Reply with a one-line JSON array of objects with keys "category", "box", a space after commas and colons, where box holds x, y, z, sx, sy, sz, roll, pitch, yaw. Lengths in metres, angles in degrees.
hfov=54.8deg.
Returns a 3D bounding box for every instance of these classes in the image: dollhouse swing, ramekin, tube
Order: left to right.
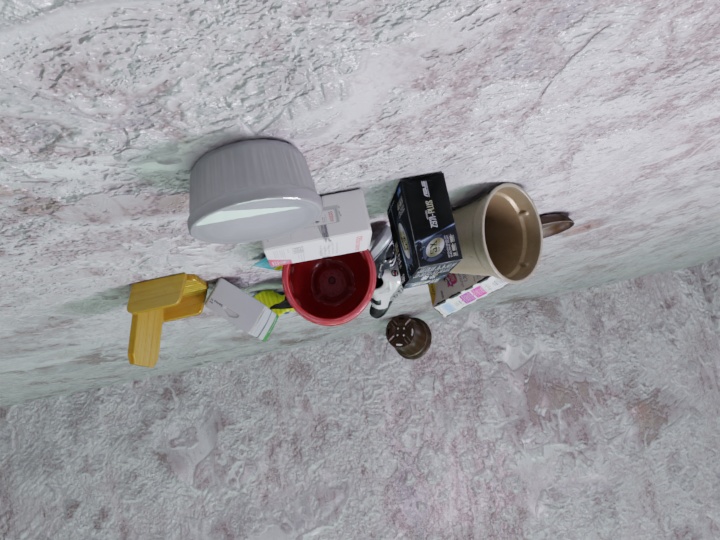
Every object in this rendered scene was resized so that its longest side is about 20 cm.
[{"category": "dollhouse swing", "box": [-0.452, 0.124, 1.657, 0.177, 0.180, 0.200, -11, 168, 0]}, {"category": "ramekin", "box": [-0.156, -0.113, 1.002, 0.197, 0.097, 0.203, -11, 169, -2]}, {"category": "tube", "box": [-0.154, -0.017, 1.630, 0.197, 0.052, 0.077, 5, 153, -41]}]

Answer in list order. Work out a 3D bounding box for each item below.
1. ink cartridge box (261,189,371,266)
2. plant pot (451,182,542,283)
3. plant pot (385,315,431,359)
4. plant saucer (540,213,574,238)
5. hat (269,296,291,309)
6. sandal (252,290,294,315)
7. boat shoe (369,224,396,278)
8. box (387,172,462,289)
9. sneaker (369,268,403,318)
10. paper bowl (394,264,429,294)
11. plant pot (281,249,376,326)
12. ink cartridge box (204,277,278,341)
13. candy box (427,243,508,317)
[{"category": "ink cartridge box", "box": [-0.084, -0.075, 1.293, 0.195, 0.085, 0.147, -10, 169, -4]}, {"category": "plant pot", "box": [0.255, -0.069, 1.477, 0.197, 0.206, 0.181, -2, 178, -40]}, {"category": "plant pot", "box": [0.217, 0.302, 3.267, 0.196, 0.205, 0.198, -15, 160, 17]}, {"category": "plant saucer", "box": [0.465, -0.111, 1.839, 0.195, 0.033, 0.200, -11, 168, -2]}, {"category": "hat", "box": [-0.155, 0.056, 1.881, 0.195, 0.083, 0.201, -5, 174, -1]}, {"category": "sandal", "box": [-0.249, 0.100, 2.024, 0.086, 0.082, 0.197, -16, 168, 42]}, {"category": "boat shoe", "box": [0.054, -0.035, 1.576, 0.067, 0.073, 0.201, 29, 153, 0]}, {"category": "box", "box": [0.117, -0.070, 1.324, 0.084, 0.168, 0.200, -10, 170, -7]}, {"category": "sneaker", "box": [0.049, 0.052, 1.815, 0.087, 0.075, 0.201, 15, 140, -15]}, {"category": "paper bowl", "box": [0.163, -0.001, 1.880, 0.196, 0.107, 0.201, -10, 168, -2]}, {"category": "plant pot", "box": [-0.065, 0.021, 1.500, 0.195, 0.206, 0.183, -11, 173, -2]}, {"category": "ink cartridge box", "box": [-0.300, 0.104, 1.781, 0.145, 0.084, 0.200, 31, 172, 7]}, {"category": "candy box", "box": [0.249, 0.000, 1.605, 0.198, 0.139, 0.061, -31, 136, 24]}]
